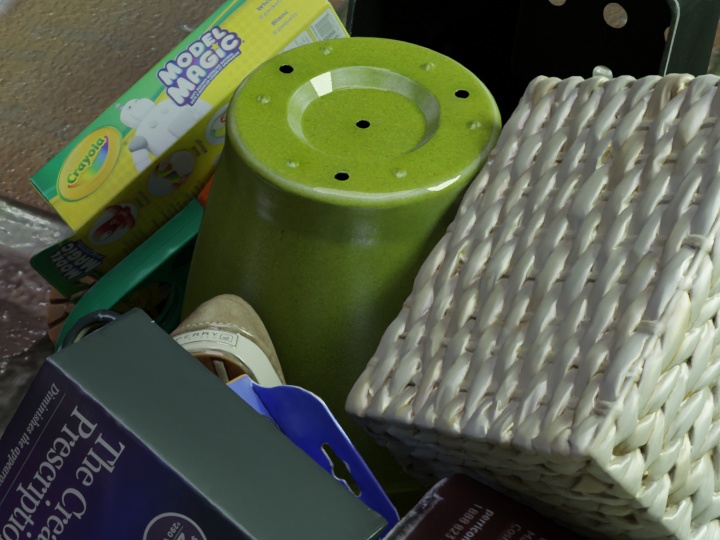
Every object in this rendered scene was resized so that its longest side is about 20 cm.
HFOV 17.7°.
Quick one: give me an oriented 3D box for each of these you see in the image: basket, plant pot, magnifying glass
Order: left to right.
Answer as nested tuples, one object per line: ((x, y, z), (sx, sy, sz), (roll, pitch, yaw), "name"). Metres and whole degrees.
((-0.088, -0.016, 1.191), (0.022, 0.200, 0.079), (48, 18, 25), "magnifying glass")
((0.000, 0.000, 1.125), (0.198, 0.194, 0.201), (1, 41, -1), "plant pot")
((0.115, -0.127, 1.372), (0.199, 0.201, 0.177), (22, 32, 22), "plant pot")
((0.129, 0.038, 0.987), (0.198, 0.161, 0.201), (6, 61, 58), "basket")

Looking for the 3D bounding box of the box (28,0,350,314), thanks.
((-0.086, -0.060, 1.202), (0.200, 0.117, 0.048), (-44, 64, -4), "box")

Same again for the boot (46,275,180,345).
((-0.081, -0.004, 1.301), (0.199, 0.107, 0.075), (-33, 71, -3), "boot")

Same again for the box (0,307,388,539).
((-0.102, 0.141, 0.949), (0.141, 0.201, 0.079), (37, 27, 10), "box")

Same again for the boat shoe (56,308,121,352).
((-0.122, 0.119, 1.090), (0.075, 0.060, 0.202), (-9, 71, 6), "boat shoe")

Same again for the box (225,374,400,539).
((-0.077, 0.138, 1.009), (0.119, 0.200, 0.041), (54, 26, 5), "box")

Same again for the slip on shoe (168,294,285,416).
((-0.053, 0.106, 1.070), (0.075, 0.201, 0.061), (-8, 27, 11), "slip on shoe")

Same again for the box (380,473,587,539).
((0.054, 0.228, 0.923), (0.163, 0.201, 0.166), (25, 44, 24), "box")
